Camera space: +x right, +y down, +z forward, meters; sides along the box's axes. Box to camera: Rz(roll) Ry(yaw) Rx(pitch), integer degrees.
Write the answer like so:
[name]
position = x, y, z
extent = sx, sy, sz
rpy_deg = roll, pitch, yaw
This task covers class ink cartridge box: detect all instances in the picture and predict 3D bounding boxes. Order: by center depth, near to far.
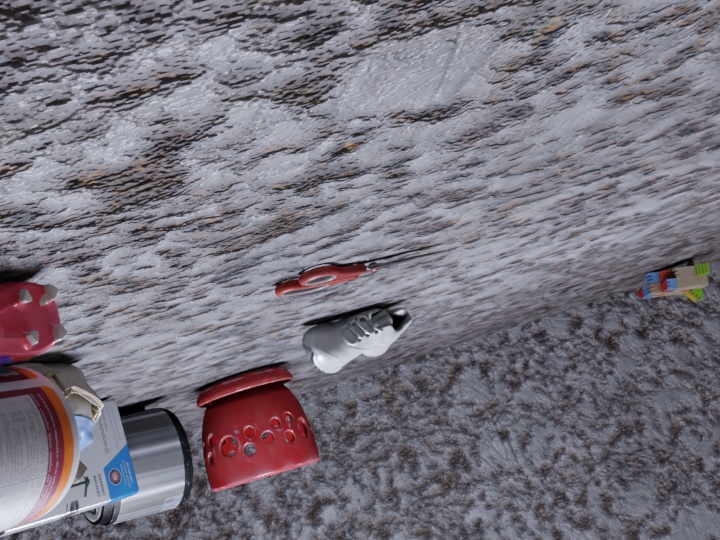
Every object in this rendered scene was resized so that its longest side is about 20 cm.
[ink cartridge box]
position = -0.438, 0.281, 1.463
extent = 0.199, 0.147, 0.084
rpy_deg = -12, 170, -35

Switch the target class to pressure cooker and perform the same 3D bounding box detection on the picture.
[pressure cooker]
position = -0.395, 0.325, 1.686
extent = 0.199, 0.178, 0.178
rpy_deg = -9, -164, -34

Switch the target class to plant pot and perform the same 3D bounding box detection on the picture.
[plant pot]
position = -0.190, 0.277, 1.801
extent = 0.199, 0.184, 0.200
rpy_deg = -18, 171, -3

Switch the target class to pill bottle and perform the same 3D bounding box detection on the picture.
[pill bottle]
position = -0.273, 0.120, 0.627
extent = 0.109, 0.110, 0.200
rpy_deg = -21, 172, 19

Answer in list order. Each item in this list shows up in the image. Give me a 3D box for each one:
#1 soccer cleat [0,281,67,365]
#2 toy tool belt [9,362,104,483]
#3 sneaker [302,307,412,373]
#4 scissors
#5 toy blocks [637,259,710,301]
[soccer cleat]
position = -0.269, 0.039, 0.636
extent = 0.076, 0.067, 0.200
rpy_deg = -17, 175, 23
[toy tool belt]
position = -0.334, 0.159, 1.020
extent = 0.124, 0.124, 0.200
rpy_deg = -20, 170, 10
[sneaker]
position = -0.005, 0.086, 1.447
extent = 0.087, 0.075, 0.199
rpy_deg = -40, 166, 36
[scissors]
position = 0.000, 0.000, 1.084
extent = 0.199, 0.014, 0.073
rpy_deg = -12, 166, -40
[toy blocks]
position = 0.764, 0.030, 2.520
extent = 0.135, 0.101, 0.200
rpy_deg = -6, 171, -1
